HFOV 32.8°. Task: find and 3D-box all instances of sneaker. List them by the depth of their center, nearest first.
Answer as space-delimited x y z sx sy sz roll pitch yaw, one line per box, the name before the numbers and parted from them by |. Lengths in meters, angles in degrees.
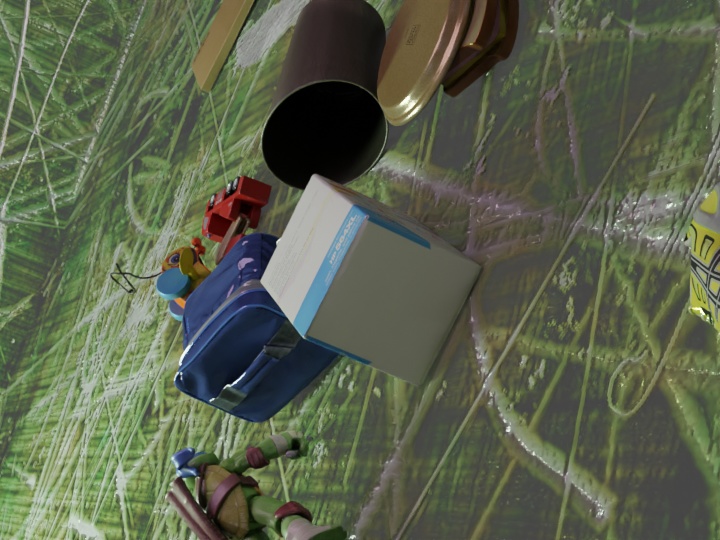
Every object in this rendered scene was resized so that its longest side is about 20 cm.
sneaker | 0.237 0.019 0.723 0.076 0.075 0.200 -57 14 40

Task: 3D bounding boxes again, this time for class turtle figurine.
turtle figurine | -0.074 0.237 1.181 0.144 0.200 0.194 -46 43 -6

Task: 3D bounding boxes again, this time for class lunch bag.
lunch bag | -0.105 0.067 1.323 0.200 0.136 0.133 -46 31 37

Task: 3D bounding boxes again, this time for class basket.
basket | -0.032 -0.223 1.445 0.180 0.136 0.200 -51 24 44

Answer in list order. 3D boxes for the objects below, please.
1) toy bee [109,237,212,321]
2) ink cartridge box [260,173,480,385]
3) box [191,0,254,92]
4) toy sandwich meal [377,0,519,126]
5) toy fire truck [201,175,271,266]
toy bee | -0.233 0.005 1.660 0.109 0.200 0.131 -52 -12 -22
ink cartridge box | 0.000 0.000 1.165 0.126 0.128 0.200 -63 24 8
box | -0.252 -0.438 2.252 0.200 0.021 0.164 -60 24 16
toy sandwich meal | 0.088 -0.237 1.280 0.205 0.070 0.206 -52 27 41
toy fire truck | -0.174 -0.054 1.694 0.200 0.049 0.142 -24 49 59
